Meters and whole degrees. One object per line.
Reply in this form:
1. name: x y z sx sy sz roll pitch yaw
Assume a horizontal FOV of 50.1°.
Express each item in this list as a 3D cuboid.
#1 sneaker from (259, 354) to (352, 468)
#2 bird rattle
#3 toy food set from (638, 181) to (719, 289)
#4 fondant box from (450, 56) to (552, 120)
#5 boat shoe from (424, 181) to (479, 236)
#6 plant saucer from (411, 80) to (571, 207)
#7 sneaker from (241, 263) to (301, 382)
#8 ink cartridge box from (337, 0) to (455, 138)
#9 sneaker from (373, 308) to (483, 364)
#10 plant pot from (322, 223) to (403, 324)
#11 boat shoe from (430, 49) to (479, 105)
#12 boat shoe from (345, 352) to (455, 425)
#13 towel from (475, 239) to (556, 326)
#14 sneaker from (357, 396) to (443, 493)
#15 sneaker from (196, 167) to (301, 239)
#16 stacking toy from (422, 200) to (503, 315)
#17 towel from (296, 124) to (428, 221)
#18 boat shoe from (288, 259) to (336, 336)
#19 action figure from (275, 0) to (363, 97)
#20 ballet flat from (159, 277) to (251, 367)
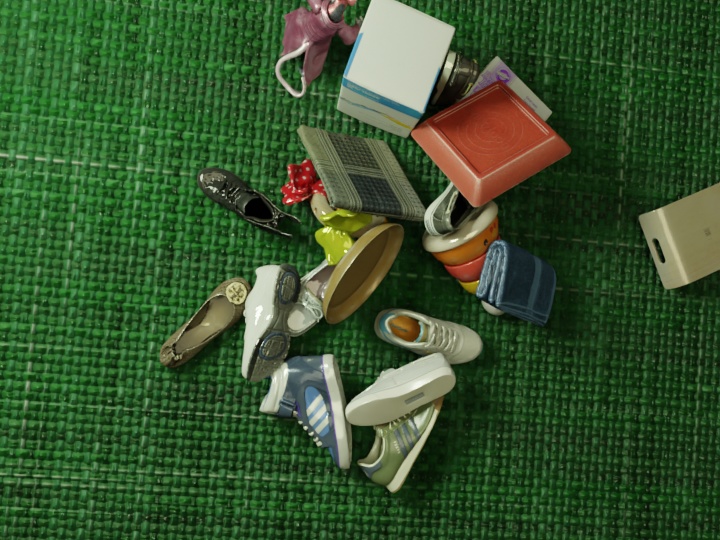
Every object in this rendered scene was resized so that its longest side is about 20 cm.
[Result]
1. sneaker: -0.097 0.247 1.317 0.143 0.081 0.205 -10 97 6
2. bird rattle: -0.042 -0.106 1.314 0.160 0.201 0.114 -6 130 -35
3. toy food set: 0.623 -0.068 1.427 0.196 0.060 0.147 -21 90 -16
4. fondant box: 0.223 -0.255 1.378 0.144 0.058 0.201 42 83 -4
5. boat shoe: 0.183 -0.131 1.280 0.071 0.063 0.201 49 60 -23
6. plant saucer: 0.212 -0.224 1.269 0.197 0.037 0.201 -30 58 -11
7. sneaker: -0.161 0.086 1.299 0.074 0.086 0.205 25 77 -46
8. ink cartridge box: 0.052 -0.333 1.288 0.142 0.200 0.150 21 86 -4
9. sneaker: 0.122 0.118 1.340 0.195 0.081 0.078 13 85 -8
10. plant pot: 0.000 0.000 1.278 0.027 0.200 0.201 37 83 16
11. boat shoe: 0.158 -0.314 1.298 0.059 0.201 0.073 16 92 0
12. boat shoe: 0.062 0.197 1.308 0.197 0.069 0.072 -28 132 6
13. towel: 0.277 0.023 1.323 0.198 0.048 0.114 20 83 -47
14. sneaker: 0.065 0.275 1.332 0.089 0.067 0.203 28 88 -10
15. sneaker: -0.191 -0.117 1.297 0.198 0.104 0.061 34 85 -5
16. stacking toy: 0.209 -0.010 1.350 0.145 0.146 0.202 -34 110 -7
17. towel: 0.000 -0.158 1.279 0.189 0.035 0.202 5 44 -32
18. boat shoe: -0.065 0.029 1.327 0.202 0.065 0.075 -45 93 -6
19. action figure: -0.075 -0.406 1.273 0.133 0.199 0.150 40 66 -16
20. ballet flat: -0.263 0.090 1.309 0.199 0.046 0.068 -42 94 -7
